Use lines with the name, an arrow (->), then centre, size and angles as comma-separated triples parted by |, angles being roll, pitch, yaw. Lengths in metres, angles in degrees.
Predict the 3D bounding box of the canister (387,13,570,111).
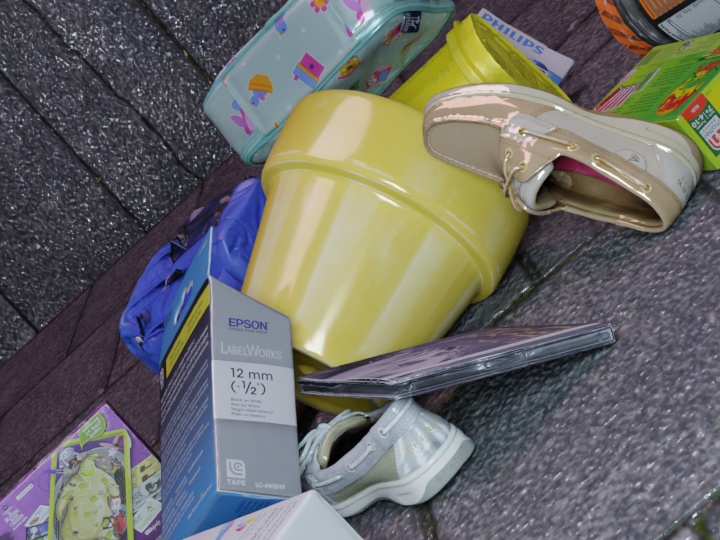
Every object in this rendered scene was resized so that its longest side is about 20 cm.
canister -> 0.069, -0.091, 1.607 | 0.200, 0.148, 0.087 | -42, 31, 20

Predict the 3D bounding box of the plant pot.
plant pot -> 0.000, 0.000, 1.448 | 0.200, 0.200, 0.190 | -19, 42, 64

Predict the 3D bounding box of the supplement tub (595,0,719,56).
supplement tub -> 0.280, -0.250, 1.524 | 0.199, 0.123, 0.123 | -28, 18, 50

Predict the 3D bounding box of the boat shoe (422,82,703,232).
boat shoe -> 0.127, -0.072, 1.318 | 0.198, 0.074, 0.070 | 12, 55, 22

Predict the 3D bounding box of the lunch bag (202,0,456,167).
lunch bag -> -0.017, -0.170, 1.559 | 0.200, 0.077, 0.160 | -42, -14, 24

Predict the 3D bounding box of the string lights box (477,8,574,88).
string lights box -> 0.105, -0.142, 1.756 | 0.200, 0.102, 0.059 | -53, -10, -43

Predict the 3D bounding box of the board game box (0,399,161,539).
board game box -> -0.242, 0.218, 1.609 | 0.200, 0.120, 0.032 | -42, 11, -1

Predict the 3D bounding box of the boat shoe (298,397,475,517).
boat shoe -> 0.003, 0.115, 1.281 | 0.074, 0.065, 0.202 | -47, 12, -20

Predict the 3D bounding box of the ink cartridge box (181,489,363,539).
ink cartridge box -> -0.089, 0.224, 1.147 | 0.200, 0.085, 0.145 | -30, 17, 53

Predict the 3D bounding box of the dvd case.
dvd case -> 0.055, 0.057, 1.258 | 0.147, 0.016, 0.200 | -13, 2, -19

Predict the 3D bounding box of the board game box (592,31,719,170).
board game box -> 0.232, -0.119, 1.402 | 0.102, 0.048, 0.200 | -45, 11, -10

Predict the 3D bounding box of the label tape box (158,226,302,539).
label tape box -> -0.094, 0.094, 1.360 | 0.144, 0.065, 0.202 | 124, 149, -54

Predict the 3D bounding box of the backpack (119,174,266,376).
backpack -> -0.128, 0.036, 1.782 | 0.199, 0.163, 0.168 | -31, 19, 43

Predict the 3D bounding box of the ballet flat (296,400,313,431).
ballet flat -> -0.073, 0.117, 1.585 | 0.067, 0.046, 0.200 | -38, 12, 19
